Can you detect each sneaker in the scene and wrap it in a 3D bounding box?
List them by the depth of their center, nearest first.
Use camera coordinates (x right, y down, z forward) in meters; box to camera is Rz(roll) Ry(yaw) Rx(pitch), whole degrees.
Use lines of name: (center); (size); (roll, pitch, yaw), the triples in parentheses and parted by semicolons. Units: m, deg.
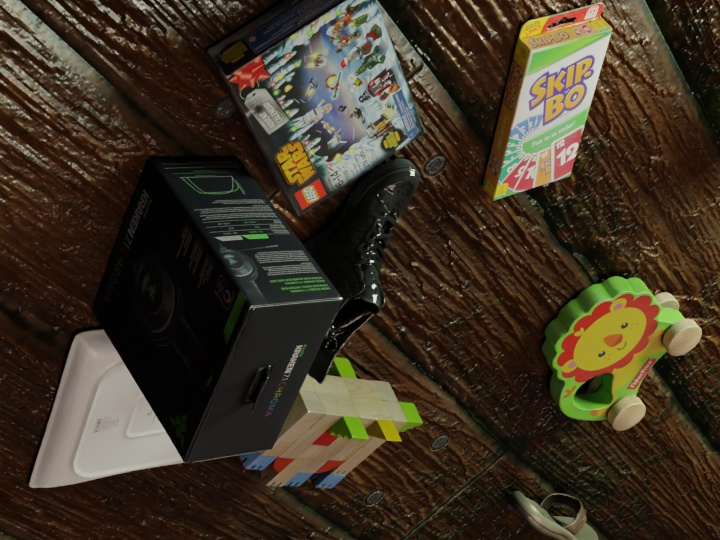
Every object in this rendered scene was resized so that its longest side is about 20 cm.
sneaker: (-0.001, -0.001, 1.490); (0.200, 0.104, 0.060); (-44, 144, 8)

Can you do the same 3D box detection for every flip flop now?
flip flop: (0.257, 0.315, 2.110); (0.058, 0.081, 0.200); (-55, 138, 0)

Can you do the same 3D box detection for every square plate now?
square plate: (-0.197, 0.126, 1.530); (0.197, 0.028, 0.200); (-7, 135, -37)

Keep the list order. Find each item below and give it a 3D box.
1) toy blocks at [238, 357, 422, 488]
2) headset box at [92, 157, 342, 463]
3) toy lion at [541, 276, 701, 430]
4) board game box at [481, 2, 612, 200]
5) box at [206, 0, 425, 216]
toy blocks: (-0.053, 0.167, 1.660); (0.200, 0.100, 0.137); (12, 133, -48)
headset box: (-0.119, 0.035, 1.346); (0.092, 0.200, 0.175); (-5, 134, -38)
toy lion: (0.284, 0.093, 1.891); (0.191, 0.069, 0.200); (6, 127, -36)
board game box: (0.176, -0.158, 1.539); (0.095, 0.030, 0.201); (-18, 138, -26)
box: (-0.032, -0.146, 1.357); (0.137, 0.040, 0.200); (-33, 145, -4)
